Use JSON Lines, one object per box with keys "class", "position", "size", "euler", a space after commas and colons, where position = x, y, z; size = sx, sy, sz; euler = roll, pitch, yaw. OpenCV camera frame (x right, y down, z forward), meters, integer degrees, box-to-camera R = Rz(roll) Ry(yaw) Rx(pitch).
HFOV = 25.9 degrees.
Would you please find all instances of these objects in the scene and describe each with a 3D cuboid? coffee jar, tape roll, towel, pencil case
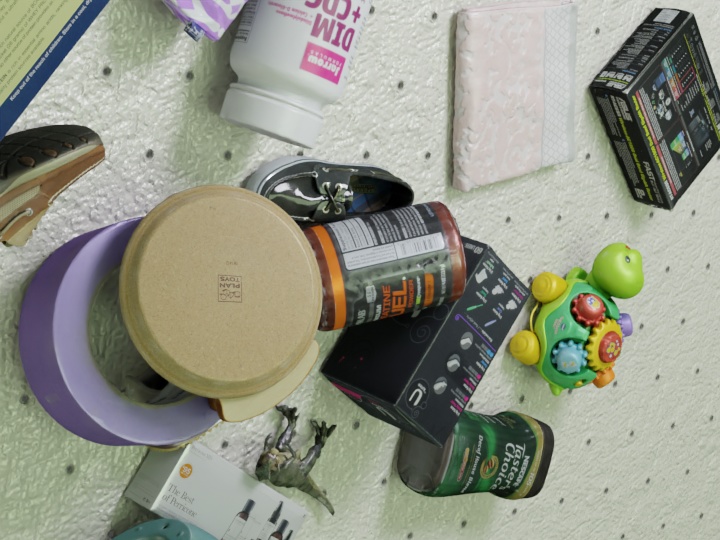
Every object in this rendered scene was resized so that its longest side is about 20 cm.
{"class": "coffee jar", "position": [0.139, 0.212, 1.823], "size": [0.199, 0.085, 0.105], "euler": [10, 97, -45]}
{"class": "tape roll", "position": [-0.198, 0.056, 1.403], "size": [0.198, 0.085, 0.202], "euler": [4, 82, -32]}
{"class": "towel", "position": [0.176, -0.201, 1.762], "size": [0.190, 0.032, 0.202], "euler": [-15, 113, -40]}
{"class": "pencil case", "position": [-0.108, -0.301, 1.395], "size": [0.085, 0.084, 0.201], "euler": [37, 92, -33]}

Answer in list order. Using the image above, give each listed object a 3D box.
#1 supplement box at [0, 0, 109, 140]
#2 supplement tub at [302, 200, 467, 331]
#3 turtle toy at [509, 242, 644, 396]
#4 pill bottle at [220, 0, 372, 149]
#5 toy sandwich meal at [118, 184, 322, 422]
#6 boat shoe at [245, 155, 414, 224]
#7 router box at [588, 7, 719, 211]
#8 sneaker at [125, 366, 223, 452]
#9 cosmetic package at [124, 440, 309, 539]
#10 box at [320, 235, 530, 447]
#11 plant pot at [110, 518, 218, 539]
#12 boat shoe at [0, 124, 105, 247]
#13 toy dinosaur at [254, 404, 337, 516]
{"class": "supplement box", "position": [-0.319, -0.240, 1.201], "size": [0.201, 0.134, 0.200], "euler": [-56, 134, -15]}
{"class": "supplement tub", "position": [0.000, 0.000, 1.574], "size": [0.198, 0.107, 0.108], "euler": [-13, 115, -13]}
{"class": "turtle toy", "position": [0.275, 0.059, 1.891], "size": [0.145, 0.101, 0.202], "euler": [24, 87, -45]}
{"class": "pill bottle", "position": [-0.057, -0.224, 1.472], "size": [0.113, 0.113, 0.202], "euler": [17, 92, -45]}
{"class": "toy sandwich meal", "position": [-0.121, 0.026, 1.372], "size": [0.203, 0.070, 0.207], "euler": [4, 79, -22]}
{"class": "boat shoe", "position": [-0.028, -0.079, 1.587], "size": [0.199, 0.056, 0.069], "euler": [-7, 108, -42]}
{"class": "router box", "position": [0.373, -0.198, 1.928], "size": [0.150, 0.062, 0.201], "euler": [-48, 131, -22]}
{"class": "sneaker", "position": [-0.140, 0.090, 1.525], "size": [0.200, 0.075, 0.091], "euler": [-37, 127, -32]}
{"class": "cosmetic package", "position": [-0.141, 0.236, 1.587], "size": [0.200, 0.050, 0.083], "euler": [39, 75, -44]}
{"class": "box", "position": [0.072, 0.066, 1.684], "size": [0.106, 0.122, 0.201], "euler": [43, 73, -43]}
{"class": "plant pot", "position": [-0.181, 0.336, 1.488], "size": [0.200, 0.200, 0.162], "euler": [-38, 116, -28]}
{"class": "boat shoe", "position": [-0.306, -0.057, 1.325], "size": [0.199, 0.075, 0.074], "euler": [-30, 128, -24]}
{"class": "toy dinosaur", "position": [-0.065, 0.194, 1.647], "size": [0.200, 0.047, 0.089], "euler": [42, 57, -60]}
